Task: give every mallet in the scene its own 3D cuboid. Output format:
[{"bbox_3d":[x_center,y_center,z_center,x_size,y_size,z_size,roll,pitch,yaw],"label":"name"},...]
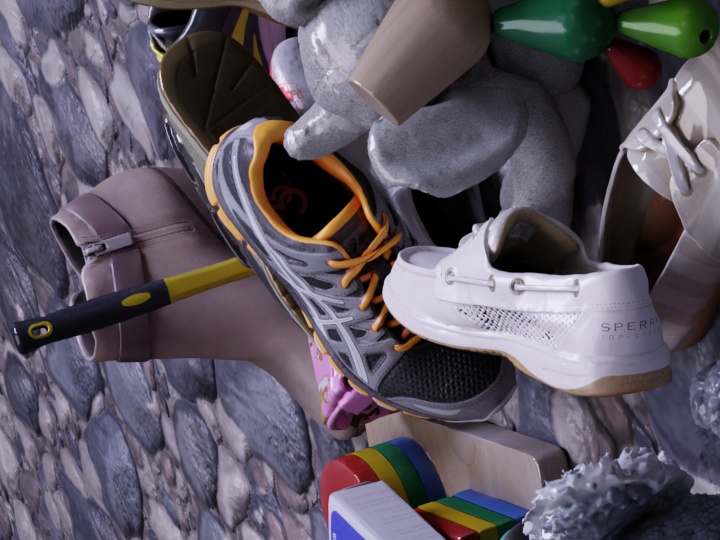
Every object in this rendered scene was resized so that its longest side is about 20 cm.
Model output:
[{"bbox_3d":[-0.102,0.019,1.643,0.066,0.199,0.041,64,169,5],"label":"mallet"}]

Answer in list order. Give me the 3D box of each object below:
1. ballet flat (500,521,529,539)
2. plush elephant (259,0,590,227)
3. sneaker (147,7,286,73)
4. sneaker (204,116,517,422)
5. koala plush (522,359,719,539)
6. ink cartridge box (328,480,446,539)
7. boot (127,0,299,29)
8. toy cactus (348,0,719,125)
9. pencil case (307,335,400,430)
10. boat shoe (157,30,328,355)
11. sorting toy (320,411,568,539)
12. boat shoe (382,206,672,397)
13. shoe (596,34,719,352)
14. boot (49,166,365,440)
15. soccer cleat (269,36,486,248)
[{"bbox_3d":[0.131,0.220,1.446,0.068,0.068,0.201,-10,102,54],"label":"ballet flat"},{"bbox_3d":[0.029,-0.098,1.350,0.165,0.154,0.200,64,153,19],"label":"plush elephant"},{"bbox_3d":[-0.086,-0.129,1.647,0.074,0.084,0.201,36,136,53],"label":"sneaker"},{"bbox_3d":[0.000,0.000,1.417,0.200,0.078,0.077,42,164,1],"label":"sneaker"},{"bbox_3d":[0.166,0.125,1.155,0.184,0.199,0.178,-13,93,64],"label":"koala plush"},{"bbox_3d":[0.046,0.242,1.485,0.200,0.047,0.199,39,137,49],"label":"ink cartridge box"},{"bbox_3d":[-0.059,-0.200,1.442,0.156,0.199,0.073,113,167,-52],"label":"boot"},{"bbox_3d":[0.058,-0.135,1.238,0.200,0.165,0.102,41,176,7],"label":"toy cactus"},{"bbox_3d":[-0.019,-0.013,1.581,0.201,0.082,0.087,68,157,14],"label":"pencil case"},{"bbox_3d":[-0.041,-0.034,1.492,0.201,0.072,0.066,55,166,3],"label":"boat shoe"},{"bbox_3d":[0.049,0.187,1.576,0.199,0.069,0.201,14,117,61],"label":"sorting toy"},{"bbox_3d":[0.077,0.003,1.303,0.200,0.071,0.070,19,115,56],"label":"boat shoe"},{"bbox_3d":[0.145,-0.026,1.277,0.070,0.053,0.200,56,149,33],"label":"shoe"},{"bbox_3d":[-0.097,0.028,1.688,0.201,0.146,0.070,65,152,18],"label":"boot"},{"bbox_3d":[0.019,-0.057,1.507,0.200,0.068,0.085,59,142,22],"label":"soccer cleat"}]
